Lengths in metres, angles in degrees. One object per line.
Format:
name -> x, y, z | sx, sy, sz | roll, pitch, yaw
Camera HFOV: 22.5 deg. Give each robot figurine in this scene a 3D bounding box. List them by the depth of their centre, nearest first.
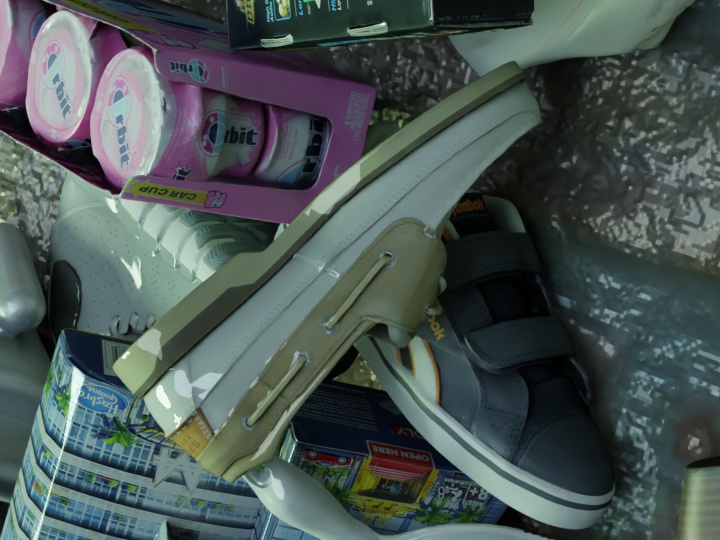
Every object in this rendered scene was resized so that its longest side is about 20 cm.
robot figurine -> -0.208, 0.059, 0.884 | 0.170, 0.112, 0.200 | -51, 41, 15

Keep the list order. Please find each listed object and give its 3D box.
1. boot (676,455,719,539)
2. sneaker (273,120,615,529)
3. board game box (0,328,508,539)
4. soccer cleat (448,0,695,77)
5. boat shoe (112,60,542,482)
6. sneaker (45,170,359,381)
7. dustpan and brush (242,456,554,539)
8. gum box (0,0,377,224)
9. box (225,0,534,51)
boot -> 0.209, 0.136, 0.684 | 0.198, 0.070, 0.148 | -11, 91, 32
sneaker -> 0.044, 0.017, 0.769 | 0.200, 0.078, 0.080 | 46, 118, 24
board game box -> -0.058, 0.142, 0.792 | 0.062, 0.198, 0.202 | -111, 37, -61
soccer cleat -> 0.125, -0.136, 0.734 | 0.198, 0.069, 0.078 | -23, 112, 20
boat shoe -> 0.000, 0.000, 0.711 | 0.200, 0.075, 0.069 | -40, 89, -6
sneaker -> -0.084, 0.025, 0.859 | 0.200, 0.075, 0.116 | 38, 114, 36
dustpan and brush -> 0.023, 0.137, 0.747 | 0.139, 0.199, 0.058 | -39, 36, 24
gum box -> -0.093, -0.078, 0.795 | 0.199, 0.113, 0.067 | 28, 107, 49
box -> -0.003, -0.183, 0.655 | 0.158, 0.046, 0.202 | 5, 101, 60
